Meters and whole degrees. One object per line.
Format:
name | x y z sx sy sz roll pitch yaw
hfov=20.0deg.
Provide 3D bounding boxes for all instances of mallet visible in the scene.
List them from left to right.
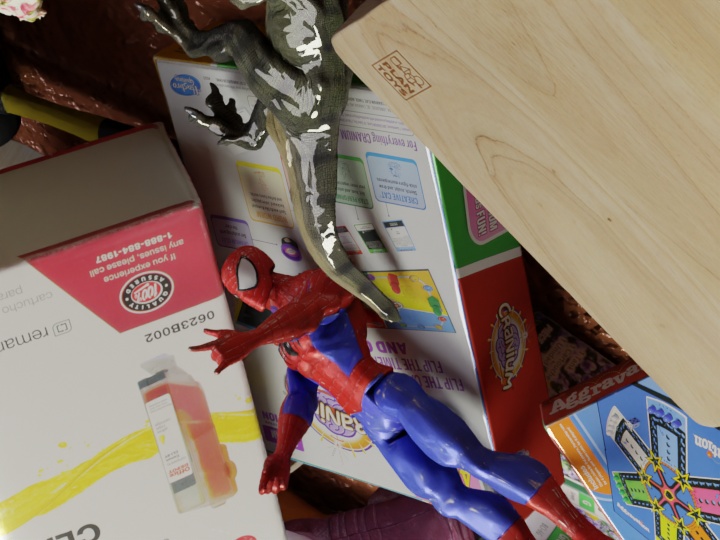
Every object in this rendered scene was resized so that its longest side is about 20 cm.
mallet | -0.128 -0.062 0.992 0.200 0.041 0.066 24 146 19

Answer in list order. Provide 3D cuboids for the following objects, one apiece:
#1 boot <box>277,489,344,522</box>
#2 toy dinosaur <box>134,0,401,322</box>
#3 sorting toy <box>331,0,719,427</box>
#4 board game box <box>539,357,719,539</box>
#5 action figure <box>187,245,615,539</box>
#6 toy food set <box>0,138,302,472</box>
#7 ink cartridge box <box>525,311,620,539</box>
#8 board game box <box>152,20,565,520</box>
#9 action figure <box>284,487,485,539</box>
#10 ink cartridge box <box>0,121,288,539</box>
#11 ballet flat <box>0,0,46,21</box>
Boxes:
boot | -0.037 0.149 1.167 0.155 0.074 0.200 13 156 43
toy dinosaur | -0.033 -0.073 0.773 0.088 0.047 0.200 15 126 32
sorting toy | 0.121 -0.053 0.657 0.200 0.070 0.199 45 152 -12
board game box | 0.165 0.105 0.833 0.103 0.019 0.200 -28 119 13
action figure | 0.000 0.071 0.803 0.200 0.099 0.065 46 140 15
toy food set | -0.107 0.021 1.073 0.143 0.060 0.200 27 159 33
ink cartridge box | 0.134 0.113 0.916 0.200 0.050 0.109 36 152 8
board game box | 0.000 0.000 0.858 0.153 0.040 0.200 13 126 41
action figure | -0.004 0.139 1.018 0.134 0.200 0.149 -109 -1 -47
ink cartridge box | -0.124 0.056 0.894 0.083 0.145 0.200 -124 18 -54
ballet flat | -0.083 -0.148 0.745 0.200 0.076 0.064 -21 130 42
